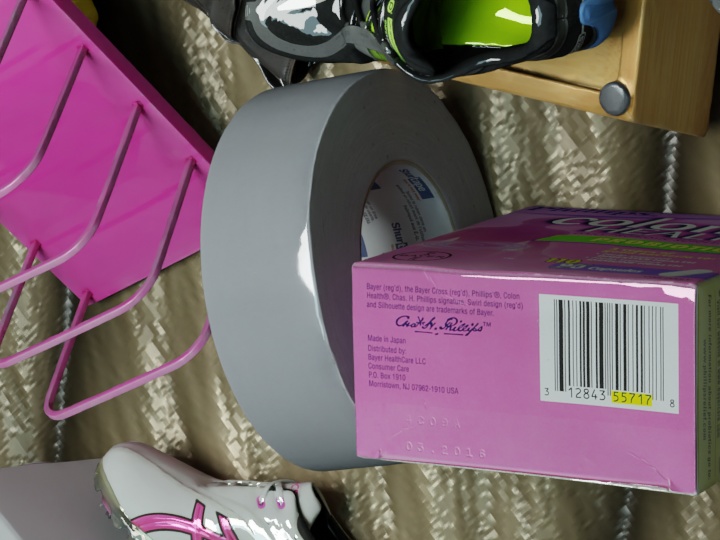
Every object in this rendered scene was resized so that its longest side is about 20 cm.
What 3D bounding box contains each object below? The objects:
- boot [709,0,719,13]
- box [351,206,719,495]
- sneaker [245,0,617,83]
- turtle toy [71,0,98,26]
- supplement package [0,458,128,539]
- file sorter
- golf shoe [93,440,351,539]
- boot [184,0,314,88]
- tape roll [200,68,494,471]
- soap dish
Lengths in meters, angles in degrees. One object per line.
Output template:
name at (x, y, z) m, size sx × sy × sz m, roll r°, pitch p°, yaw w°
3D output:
boot at (0.254, -0.165, 1.065) m, size 0.200 × 0.066 × 0.165 m, roll -46°, pitch 75°, yaw 21°
box at (0.119, 0.032, 1.156) m, size 0.175 × 0.200 × 0.097 m, roll 4°, pitch 100°, yaw 30°
sneaker at (0.024, -0.131, 1.150) m, size 0.199 × 0.083 × 0.071 m, roll 5°, pitch 107°, yaw 32°
turtle toy at (-0.247, -0.162, 1.380) m, size 0.200 × 0.101 × 0.146 m, roll -34°, pitch 84°, yaw 52°
supplement package at (-0.156, 0.218, 1.371) m, size 0.200 × 0.121 × 0.120 m, roll 45°, pitch 118°, yaw 32°
file sorter at (-0.177, -0.035, 1.305) m, size 0.139 × 0.126 × 0.200 m, roll -25°, pitch 123°, yaw 31°
golf shoe at (-0.058, 0.147, 1.358) m, size 0.199 × 0.073 × 0.092 m, roll 32°, pitch 107°, yaw 11°
boot at (-0.067, -0.214, 1.304) m, size 0.174 × 0.069 × 0.201 m, roll 29°, pitch 122°, yaw 22°
tape roll at (0.000, 0.000, 1.219) m, size 0.066 × 0.200 × 0.202 m, roll -9°, pitch 94°, yaw 30°
soap dish at (0.086, -0.160, 1.202) m, size 0.199 × 0.081 × 0.158 m, roll 16°, pitch 113°, yaw 29°
